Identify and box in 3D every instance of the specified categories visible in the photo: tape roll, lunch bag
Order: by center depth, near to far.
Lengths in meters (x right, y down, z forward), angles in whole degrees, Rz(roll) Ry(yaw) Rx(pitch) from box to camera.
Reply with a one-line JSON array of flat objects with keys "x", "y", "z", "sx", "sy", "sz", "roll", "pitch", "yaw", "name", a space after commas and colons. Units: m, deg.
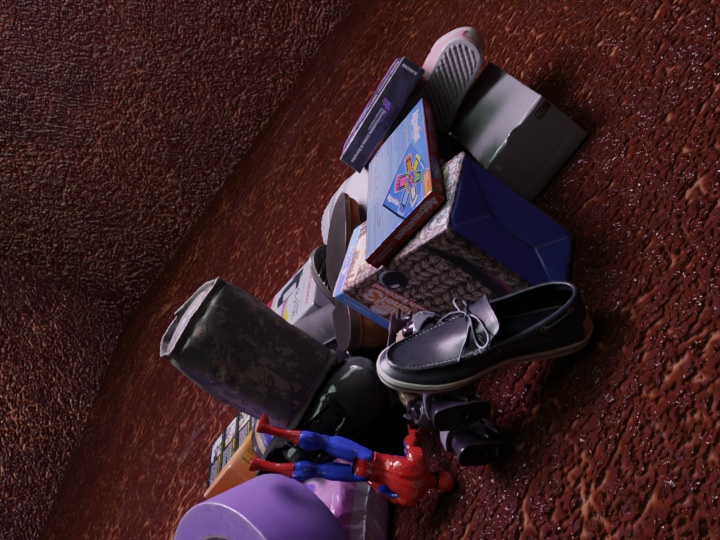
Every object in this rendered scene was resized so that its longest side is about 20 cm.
[{"x": -0.097, "y": 0.316, "z": 0.696, "sx": 0.199, "sy": 0.085, "sz": 0.202, "roll": 7, "pitch": 100, "yaw": 40, "name": "tape roll"}, {"x": -0.143, "y": 0.097, "z": 0.818, "sx": 0.118, "sy": 0.163, "sz": 0.200, "roll": -59, "pitch": 16, "yaw": -18, "name": "lunch bag"}]

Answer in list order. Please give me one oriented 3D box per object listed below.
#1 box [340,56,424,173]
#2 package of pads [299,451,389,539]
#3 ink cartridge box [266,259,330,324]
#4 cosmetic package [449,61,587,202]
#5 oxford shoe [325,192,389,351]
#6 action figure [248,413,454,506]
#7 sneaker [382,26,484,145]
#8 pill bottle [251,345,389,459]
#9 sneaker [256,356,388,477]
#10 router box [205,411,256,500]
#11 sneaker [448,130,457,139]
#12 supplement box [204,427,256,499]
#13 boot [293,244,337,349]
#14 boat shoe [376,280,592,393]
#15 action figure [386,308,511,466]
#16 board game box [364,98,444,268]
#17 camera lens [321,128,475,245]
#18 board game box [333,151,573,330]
[{"x": 0.025, "y": -0.208, "z": 0.909, "sx": 0.144, "sy": 0.036, "sz": 0.200, "roll": -57, "pitch": 10, "yaw": 13, "name": "box"}, {"x": -0.048, "y": 0.293, "z": 0.785, "sx": 0.200, "sy": 0.075, "sz": 0.121, "roll": -42, "pitch": 24, "yaw": 37, "name": "package of pads"}, {"x": -0.093, "y": 0.078, "z": 1.161, "sx": 0.200, "sy": 0.082, "sz": 0.146, "roll": -45, "pitch": 24, "yaw": 33, "name": "ink cartridge box"}, {"x": 0.188, "y": -0.180, "z": 0.878, "sx": 0.107, "sy": 0.090, "sz": 0.201, "roll": -52, "pitch": 25, "yaw": 20, "name": "cosmetic package"}, {"x": 0.000, "y": 0.000, "z": 0.848, "sx": 0.071, "sy": 0.071, "sz": 0.202, "roll": 134, "pitch": 132, "yaw": -60, "name": "oxford shoe"}, {"x": -0.004, "y": 0.188, "z": 0.708, "sx": 0.099, "sy": 0.198, "sz": 0.066, "roll": -4, "pitch": -74, "yaw": -87, "name": "action figure"}, {"x": 0.104, "y": -0.241, "z": 0.946, "sx": 0.201, "sy": 0.075, "sz": 0.105, "roll": -54, "pitch": 9, "yaw": 38, "name": "sneaker"}, {"x": -0.043, "y": 0.173, "z": 0.883, "sx": 0.200, "sy": 0.111, "sz": 0.112, "roll": -49, "pitch": 23, "yaw": 26, "name": "pill bottle"}, {"x": -0.043, "y": 0.178, "z": 0.773, "sx": 0.200, "sy": 0.076, "sz": 0.091, "roll": -50, "pitch": -4, "yaw": 25, "name": "sneaker"}, {"x": -0.186, "y": 0.307, "z": 1.105, "sx": 0.149, "sy": 0.051, "sz": 0.200, "roll": -50, "pitch": 23, "yaw": 18, "name": "router box"}, {"x": 0.094, "y": -0.188, "z": 1.108, "sx": 0.090, "sy": 0.078, "sz": 0.201, "roll": -21, "pitch": 43, "yaw": 63, "name": "sneaker"}, {"x": -0.135, "y": 0.255, "z": 0.953, "sx": 0.069, "sy": 0.066, "sz": 0.200, "roll": -51, "pitch": 1, "yaw": 17, "name": "supplement box"}, {"x": -0.049, "y": 0.060, "z": 0.972, "sx": 0.199, "sy": 0.182, "sz": 0.073, "roll": -22, "pitch": 28, "yaw": 51, "name": "boot"}, {"x": 0.108, "y": 0.056, "z": 0.624, "sx": 0.198, "sy": 0.063, "sz": 0.075, "roll": -15, "pitch": 36, "yaw": 3, "name": "boat shoe"}, {"x": 0.073, "y": 0.116, "z": 0.707, "sx": 0.069, "sy": 0.131, "sz": 0.200, "roll": -18, "pitch": 24, "yaw": -12, "name": "action figure"}, {"x": 0.044, "y": -0.098, "z": 0.738, "sx": 0.103, "sy": 0.019, "sz": 0.201, "roll": -47, "pitch": 23, "yaw": 31, "name": "board game box"}, {"x": 0.058, "y": -0.081, "z": 0.927, "sx": 0.200, "sy": 0.159, "sz": 0.161, "roll": -34, "pitch": 32, "yaw": 47, "name": "camera lens"}, {"x": 0.095, "y": -0.004, "z": 0.744, "sx": 0.200, "sy": 0.159, "sz": 0.097, "roll": -32, "pitch": 33, "yaw": 50, "name": "board game box"}]
